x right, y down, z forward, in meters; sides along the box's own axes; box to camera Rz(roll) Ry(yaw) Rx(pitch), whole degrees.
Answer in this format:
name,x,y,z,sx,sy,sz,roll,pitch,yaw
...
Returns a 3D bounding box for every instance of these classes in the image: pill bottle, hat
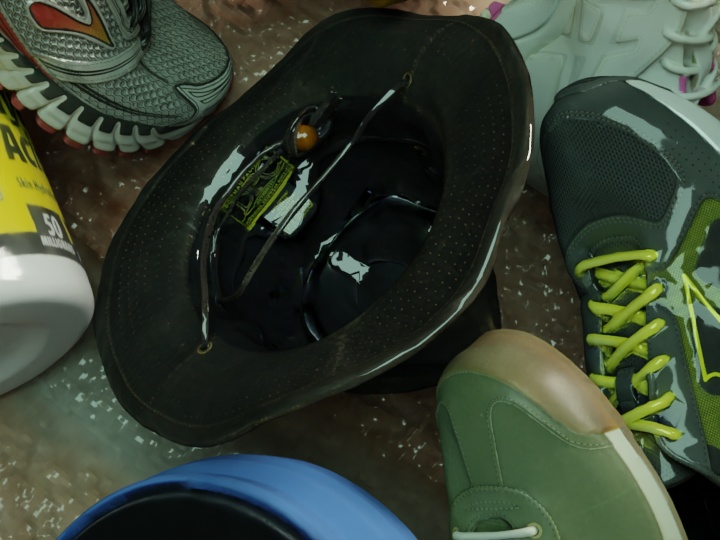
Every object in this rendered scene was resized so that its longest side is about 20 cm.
name,x,y,z,sx,sy,sz,roll,pitch,yaw
pill bottle,-0.181,-0.052,0.878,0.111,0.111,0.200,-24,73,-2
hat,0.000,0.000,0.845,0.201,0.081,0.201,-29,36,24

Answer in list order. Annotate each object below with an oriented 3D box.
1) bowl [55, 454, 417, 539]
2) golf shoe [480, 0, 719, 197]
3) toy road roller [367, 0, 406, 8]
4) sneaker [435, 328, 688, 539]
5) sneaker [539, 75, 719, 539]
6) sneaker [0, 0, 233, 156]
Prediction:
name,x,y,z,sx,sy,sz,roll,pitch,yaw
bowl,-0.047,0.160,0.785,0.201,0.039,0.201,-4,83,38
golf shoe,0.101,-0.089,0.832,0.092,0.200,0.075,48,55,7
toy road roller,-0.014,-0.187,0.872,0.146,0.123,0.200,-17,63,-13
sneaker,0.064,0.125,0.770,0.090,0.067,0.200,-38,110,-42
sneaker,0.108,0.031,0.801,0.085,0.074,0.200,-31,97,-44
sneaker,-0.106,-0.105,0.847,0.082,0.200,0.078,-33,56,20
